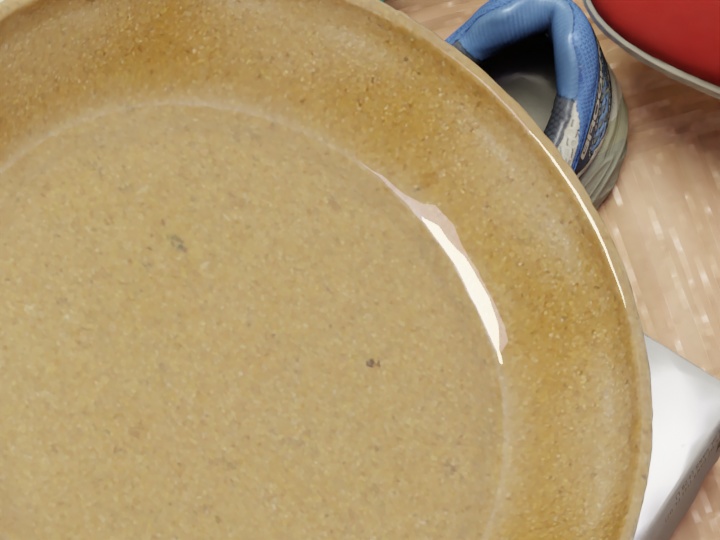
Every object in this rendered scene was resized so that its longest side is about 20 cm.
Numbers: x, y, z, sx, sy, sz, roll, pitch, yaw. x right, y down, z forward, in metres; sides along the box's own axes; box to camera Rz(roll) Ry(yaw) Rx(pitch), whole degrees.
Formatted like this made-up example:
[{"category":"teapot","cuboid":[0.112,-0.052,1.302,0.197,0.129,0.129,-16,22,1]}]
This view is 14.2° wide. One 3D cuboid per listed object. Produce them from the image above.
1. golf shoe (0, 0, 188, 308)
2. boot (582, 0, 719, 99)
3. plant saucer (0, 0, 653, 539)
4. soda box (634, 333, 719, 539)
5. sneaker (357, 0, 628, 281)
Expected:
[{"category":"golf shoe","cuboid":[-0.090,-0.033,0.790,0.077,0.088,0.200,16,36,-33]},{"category":"boot","cuboid":[0.144,-0.068,0.706,0.199,0.144,0.073,13,93,14]},{"category":"plant saucer","cuboid":[-0.027,0.020,0.681,0.200,0.035,0.201,11,61,-21]},{"category":"soda box","cuboid":[0.017,0.102,0.749,0.068,0.064,0.200,32,74,12]},{"category":"sneaker","cuboid":[0.000,0.000,0.775,0.077,0.085,0.200,32,74,12]}]
